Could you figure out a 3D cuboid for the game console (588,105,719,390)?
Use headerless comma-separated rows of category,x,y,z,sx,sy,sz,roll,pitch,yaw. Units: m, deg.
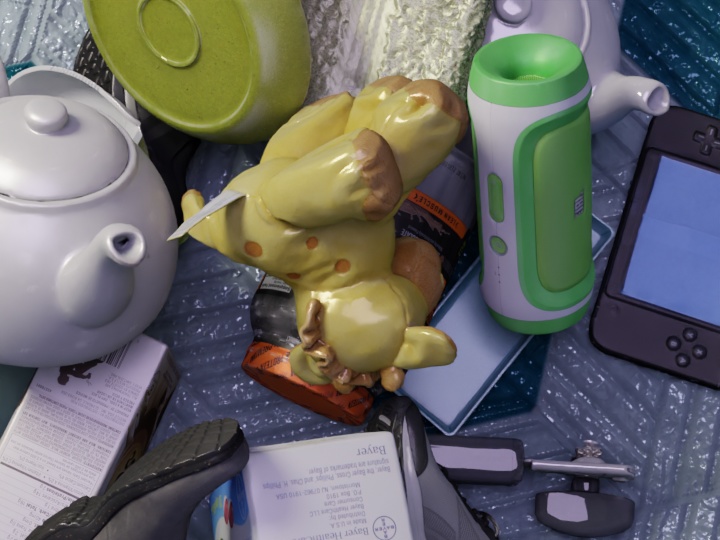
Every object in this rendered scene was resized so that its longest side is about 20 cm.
game console,0.275,-0.022,1.246,0.171,0.119,0.201,18,76,4

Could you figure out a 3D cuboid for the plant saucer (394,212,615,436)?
plant saucer,0.101,0.027,1.284,0.070,0.019,0.200,38,80,8

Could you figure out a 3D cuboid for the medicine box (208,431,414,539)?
medicine box,-0.027,0.223,1.141,0.102,0.182,0.201,-6,76,-14

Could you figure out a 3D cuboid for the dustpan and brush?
dustpan and brush,-0.251,-0.109,1.284,0.140,0.057,0.200,-57,46,19

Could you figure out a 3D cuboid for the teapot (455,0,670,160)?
teapot,0.099,-0.170,1.267,0.199,0.146,0.199,-13,76,-3

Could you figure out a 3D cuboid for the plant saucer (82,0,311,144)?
plant saucer,-0.121,-0.168,1.176,0.200,0.200,0.031,40,49,9

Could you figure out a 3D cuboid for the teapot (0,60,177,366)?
teapot,-0.209,-0.048,1.122,0.199,0.147,0.198,14,37,6

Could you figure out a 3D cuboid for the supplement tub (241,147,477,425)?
supplement tub,0.000,0.000,1.236,0.122,0.123,0.201,24,78,5

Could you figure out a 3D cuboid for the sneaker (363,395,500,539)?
sneaker,0.054,0.176,1.200,0.079,0.074,0.201,-22,107,-18

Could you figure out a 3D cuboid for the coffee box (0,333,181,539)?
coffee box,-0.204,0.137,1.205,0.079,0.113,0.201,23,78,5

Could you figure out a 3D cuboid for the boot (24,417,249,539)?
boot,-0.116,0.184,1.088,0.200,0.070,0.132,-33,96,30

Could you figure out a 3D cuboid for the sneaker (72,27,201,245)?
sneaker,-0.163,-0.107,1.301,0.082,0.072,0.201,11,62,-37

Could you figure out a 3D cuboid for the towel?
towel,0.017,-0.177,1.191,0.148,0.036,0.201,17,87,15

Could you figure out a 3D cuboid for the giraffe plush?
giraffe plush,-0.004,-0.009,1.105,0.200,0.172,0.163,-35,108,-16

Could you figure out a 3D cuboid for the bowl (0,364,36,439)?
bowl,-0.322,0.040,1.232,0.199,0.105,0.202,0,77,-1

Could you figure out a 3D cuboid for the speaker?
speaker,0.119,-0.057,1.196,0.088,0.201,0.089,-4,34,3

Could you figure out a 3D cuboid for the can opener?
can opener,0.099,0.147,1.235,0.199,0.053,0.067,7,77,1
